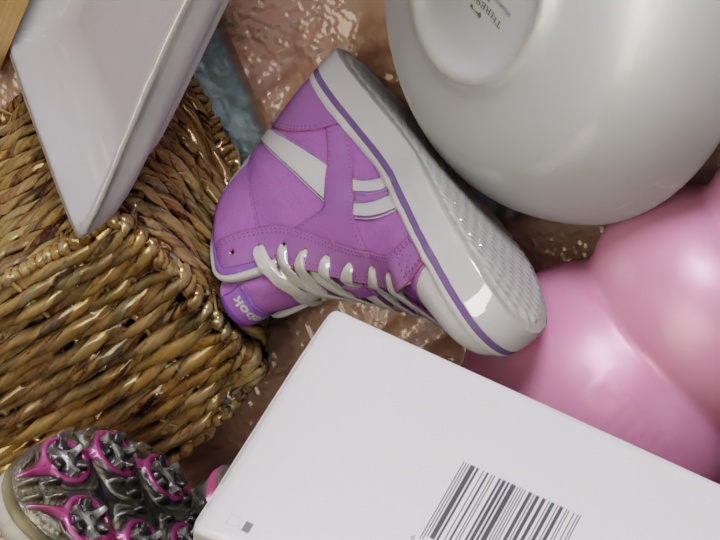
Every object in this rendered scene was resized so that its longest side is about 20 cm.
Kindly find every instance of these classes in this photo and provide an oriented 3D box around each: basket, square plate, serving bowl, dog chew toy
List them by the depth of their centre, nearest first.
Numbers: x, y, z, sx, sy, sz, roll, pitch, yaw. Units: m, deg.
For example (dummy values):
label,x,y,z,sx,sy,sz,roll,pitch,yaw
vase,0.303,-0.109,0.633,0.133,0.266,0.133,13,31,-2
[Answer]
label,x,y,z,sx,sy,sz,roll,pitch,yaw
serving bowl,0.071,-0.118,1.043,0.200,0.066,0.201,3,94,52
dog chew toy,0.136,0.023,1.074,0.200,0.125,0.125,-44,85,18
square plate,-0.090,-0.139,1.107,0.028,0.198,0.200,18,112,-25
basket,-0.135,0.011,1.202,0.200,0.149,0.143,-28,124,23

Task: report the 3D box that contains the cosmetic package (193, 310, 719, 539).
label,x,y,z,sx,sy,sz,roll,pitch,yaw
cosmetic package,0.044,0.151,1.035,0.199,0.123,0.200,24,144,12

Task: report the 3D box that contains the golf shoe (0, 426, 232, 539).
label,x,y,z,sx,sy,sz,roll,pitch,yaw
golf shoe,-0.102,0.125,1.144,0.092,0.200,0.073,-33,63,22

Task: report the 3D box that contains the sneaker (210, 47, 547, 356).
label,x,y,z,sx,sy,sz,roll,pitch,yaw
sneaker,0.000,0.000,1.085,0.114,0.201,0.073,-45,126,8

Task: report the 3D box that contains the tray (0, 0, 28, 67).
label,x,y,z,sx,sy,sz,roll,pitch,yaw
tray,-0.176,-0.191,1.179,0.099,0.037,0.200,35,111,21
